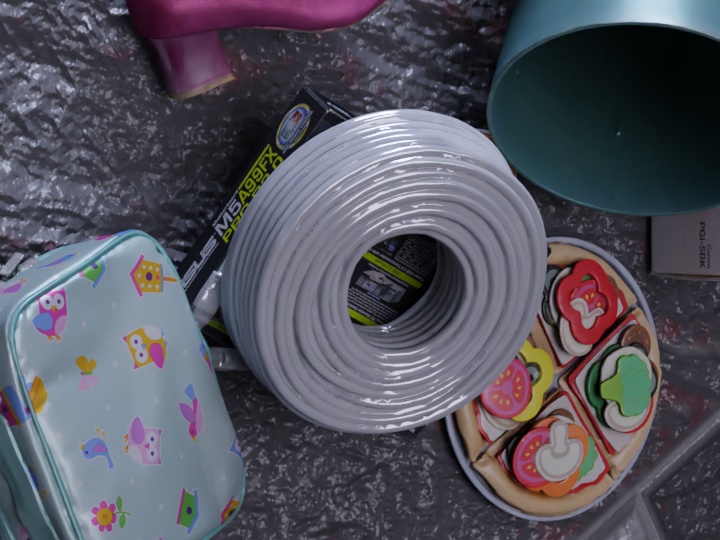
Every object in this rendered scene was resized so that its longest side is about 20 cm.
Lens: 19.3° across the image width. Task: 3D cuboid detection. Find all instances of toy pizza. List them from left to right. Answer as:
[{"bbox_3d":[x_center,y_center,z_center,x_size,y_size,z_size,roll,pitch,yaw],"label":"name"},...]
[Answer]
[{"bbox_3d":[0.142,0.077,1.481,0.200,0.032,0.201,-2,93,-36],"label":"toy pizza"}]

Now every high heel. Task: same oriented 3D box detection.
[{"bbox_3d":[-0.054,-0.189,1.309,0.200,0.067,0.096,-27,119,-18],"label":"high heel"}]

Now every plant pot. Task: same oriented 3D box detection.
[{"bbox_3d":[0.192,-0.159,1.411,0.200,0.200,0.161,35,49,-32],"label":"plant pot"}]

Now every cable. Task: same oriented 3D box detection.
[{"bbox_3d":[0.016,0.002,1.271,0.200,0.069,0.200,16,108,-29],"label":"cable"}]

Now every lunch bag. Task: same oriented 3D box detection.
[{"bbox_3d":[-0.158,0.084,1.221,0.160,0.077,0.200,-35,112,-47],"label":"lunch bag"}]

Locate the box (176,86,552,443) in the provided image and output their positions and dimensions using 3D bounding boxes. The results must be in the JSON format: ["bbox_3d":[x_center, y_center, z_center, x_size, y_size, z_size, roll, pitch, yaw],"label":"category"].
[{"bbox_3d":[0.000,0.000,1.332,0.200,0.044,0.160,29,101,-32],"label":"box"}]

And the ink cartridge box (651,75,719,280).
[{"bbox_3d":[0.311,-0.069,1.563,0.200,0.083,0.147,-2,93,-36],"label":"ink cartridge box"}]

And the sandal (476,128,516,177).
[{"bbox_3d":[0.033,-0.048,1.380,0.206,0.059,0.079,-9,98,-35],"label":"sandal"}]
